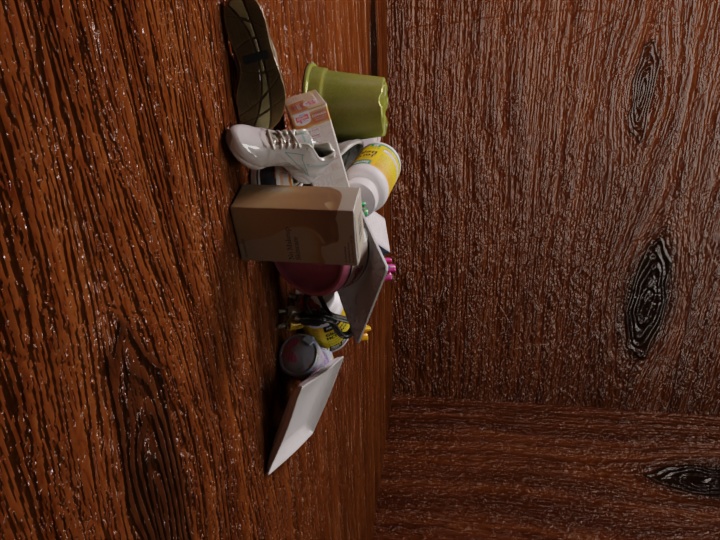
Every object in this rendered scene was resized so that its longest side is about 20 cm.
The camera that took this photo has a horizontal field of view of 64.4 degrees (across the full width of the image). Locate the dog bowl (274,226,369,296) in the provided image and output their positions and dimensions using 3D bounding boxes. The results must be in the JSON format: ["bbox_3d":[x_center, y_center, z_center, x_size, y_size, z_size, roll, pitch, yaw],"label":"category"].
[{"bbox_3d":[-0.084,-0.044,1.057,0.074,0.195,0.205,-42,136,-52],"label":"dog bowl"}]

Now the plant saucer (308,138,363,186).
[{"bbox_3d":[-0.071,-0.236,1.347,0.201,0.050,0.200,-51,174,-7],"label":"plant saucer"}]

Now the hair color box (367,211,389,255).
[{"bbox_3d":[-0.012,-0.109,1.351,0.199,0.060,0.102,30,43,-48],"label":"hair color box"}]

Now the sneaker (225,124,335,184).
[{"bbox_3d":[-0.121,-0.196,0.894,0.198,0.079,0.072,5,64,-48],"label":"sneaker"}]

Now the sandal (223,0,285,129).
[{"bbox_3d":[-0.162,-0.313,0.873,0.054,0.078,0.205,-116,-164,-59],"label":"sandal"}]

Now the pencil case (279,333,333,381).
[{"bbox_3d":[-0.109,0.194,1.219,0.084,0.090,0.200,52,-3,19],"label":"pencil case"}]

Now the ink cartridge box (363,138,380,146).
[{"bbox_3d":[-0.027,-0.330,1.508,0.203,0.141,0.085,-79,169,-45],"label":"ink cartridge box"}]

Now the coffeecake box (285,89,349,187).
[{"bbox_3d":[-0.081,-0.229,1.111,0.154,0.071,0.204,-115,-173,-62],"label":"coffeecake box"}]

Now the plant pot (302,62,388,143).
[{"bbox_3d":[-0.028,-0.387,1.353,0.200,0.179,0.207,1,90,-81],"label":"plant pot"}]

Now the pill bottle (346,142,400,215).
[{"bbox_3d":[0.020,-0.202,1.293,0.201,0.110,0.115,-63,154,-52],"label":"pill bottle"}]

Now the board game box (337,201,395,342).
[{"bbox_3d":[0.000,0.000,1.122,0.202,0.025,0.203,-113,-148,-42],"label":"board game box"}]

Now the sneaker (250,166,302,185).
[{"bbox_3d":[-0.134,-0.188,1.033,0.202,0.077,0.080,-77,165,-58],"label":"sneaker"}]

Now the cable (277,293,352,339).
[{"bbox_3d":[-0.079,0.088,1.180,0.197,0.050,0.099,13,106,-47],"label":"cable"}]

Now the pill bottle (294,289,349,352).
[{"bbox_3d":[-0.086,0.096,1.287,0.202,0.109,0.115,77,17,-58],"label":"pill bottle"}]

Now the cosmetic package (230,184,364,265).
[{"bbox_3d":[-0.096,-0.072,0.902,0.072,0.194,0.107,-76,164,-51],"label":"cosmetic package"}]

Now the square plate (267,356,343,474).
[{"bbox_3d":[-0.113,0.280,1.144,0.199,0.028,0.202,-22,137,-67],"label":"square plate"}]
